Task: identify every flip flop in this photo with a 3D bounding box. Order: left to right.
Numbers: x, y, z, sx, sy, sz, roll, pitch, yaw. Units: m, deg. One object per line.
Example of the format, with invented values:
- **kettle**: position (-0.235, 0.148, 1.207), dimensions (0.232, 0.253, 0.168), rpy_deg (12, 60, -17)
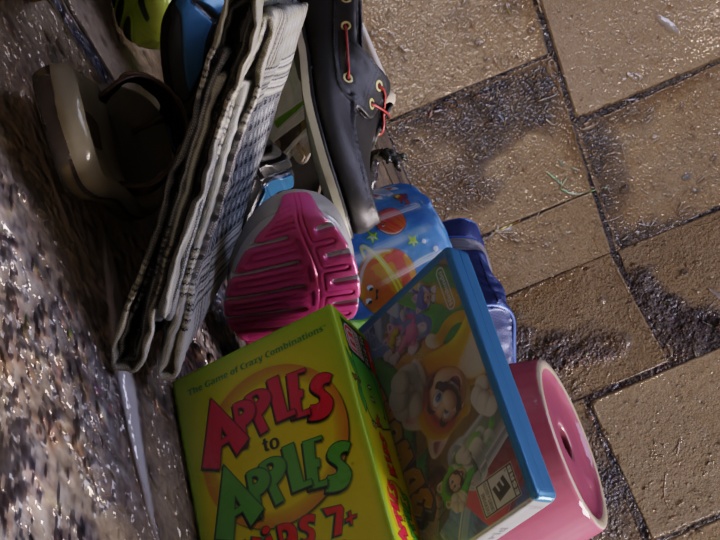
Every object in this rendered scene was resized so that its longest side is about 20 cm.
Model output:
- **flip flop**: position (-0.121, -0.075, 0.607), dimensions (0.200, 0.057, 0.082), rpy_deg (8, 61, -89)

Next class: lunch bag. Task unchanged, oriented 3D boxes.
- **lunch bag**: position (0.064, 0.048, 1.059), dimensions (0.202, 0.134, 0.133), rpy_deg (82, -7, -45)

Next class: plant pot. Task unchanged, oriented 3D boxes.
- **plant pot**: position (0.076, 0.156, 0.844), dimensions (0.201, 0.177, 0.202), rpy_deg (55, 21, -33)

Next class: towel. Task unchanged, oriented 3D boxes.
- **towel**: position (-0.070, -0.053, 0.606), dimensions (0.200, 0.034, 0.195), rpy_deg (-74, -175, -77)

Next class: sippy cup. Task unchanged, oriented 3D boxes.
- **sippy cup**: position (0.000, 0.000, 0.877), dimensions (0.179, 0.129, 0.140), rpy_deg (58, -16, 27)

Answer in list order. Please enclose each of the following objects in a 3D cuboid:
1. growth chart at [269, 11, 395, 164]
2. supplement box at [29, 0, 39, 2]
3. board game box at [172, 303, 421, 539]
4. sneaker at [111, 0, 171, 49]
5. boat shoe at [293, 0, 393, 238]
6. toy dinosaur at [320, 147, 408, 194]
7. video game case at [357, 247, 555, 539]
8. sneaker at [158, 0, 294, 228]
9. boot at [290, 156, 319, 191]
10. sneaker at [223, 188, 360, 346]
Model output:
- **growth chart**: position (-0.064, -0.145, 0.860), dimensions (0.018, 0.198, 0.147), rpy_deg (-12, 83, -49)
- **supplement box**: position (-0.093, -0.268, 0.600), dimensions (0.134, 0.197, 0.199), rpy_deg (61, 35, -41)
- **board game box**: position (-0.026, 0.129, 0.567), dimensions (0.048, 0.100, 0.202), rpy_deg (44, 24, -54)
- **sneaker**: position (-0.139, -0.237, 0.824), dimensions (0.083, 0.074, 0.203), rpy_deg (11, 58, -37)
- **boat shoe**: position (-0.010, -0.114, 0.735), dimensions (0.074, 0.062, 0.204), rpy_deg (83, -3, -61)
- **toy dinosaur**: position (-0.006, -0.067, 0.998), dimensions (0.047, 0.087, 0.204), rpy_deg (13, 75, -49)
- **video game case**: position (0.009, 0.103, 0.615), dimensions (0.018, 0.200, 0.145), rpy_deg (13, 46, -39)
- **sneaker**: position (-0.102, -0.101, 0.727), dimensions (0.081, 0.073, 0.201), rpy_deg (31, -26, 23)
- **boot**: position (-0.070, -0.137, 0.983), dimensions (0.076, 0.072, 0.202), rpy_deg (-90, 175, -51)
- **sneaker**: position (-0.046, 0.005, 0.708), dimensions (0.201, 0.080, 0.089), rpy_deg (102, -16, -58)
